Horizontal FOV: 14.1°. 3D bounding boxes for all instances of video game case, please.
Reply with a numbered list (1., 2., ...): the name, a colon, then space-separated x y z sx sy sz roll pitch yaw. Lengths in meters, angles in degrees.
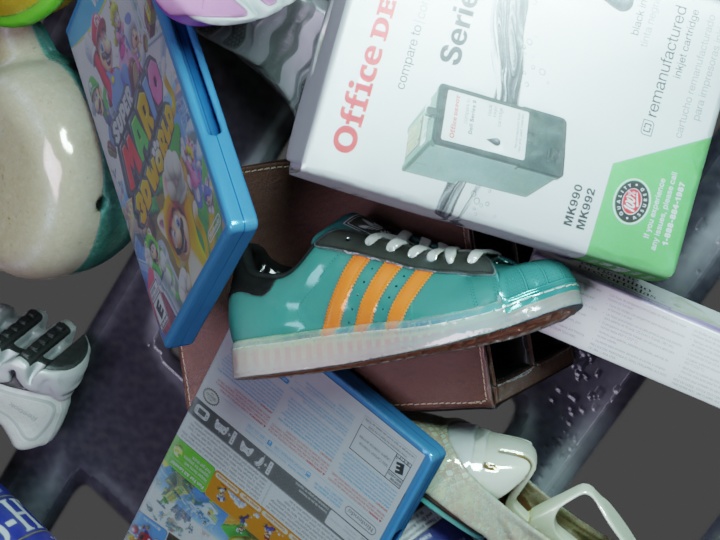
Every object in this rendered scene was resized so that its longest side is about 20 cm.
1. video game case: -0.050 0.136 1.604 0.143 0.018 0.201 38 116 21
2. video game case: -0.109 -0.079 1.556 0.143 0.018 0.201 123 133 -59

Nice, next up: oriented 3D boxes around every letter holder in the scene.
1. letter holder: 0.000 0.000 1.616 0.199 0.100 0.143 -5 100 31

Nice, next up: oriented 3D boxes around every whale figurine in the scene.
1. whale figurine: -0.193 -0.077 1.724 0.200 0.103 0.160 32 122 47

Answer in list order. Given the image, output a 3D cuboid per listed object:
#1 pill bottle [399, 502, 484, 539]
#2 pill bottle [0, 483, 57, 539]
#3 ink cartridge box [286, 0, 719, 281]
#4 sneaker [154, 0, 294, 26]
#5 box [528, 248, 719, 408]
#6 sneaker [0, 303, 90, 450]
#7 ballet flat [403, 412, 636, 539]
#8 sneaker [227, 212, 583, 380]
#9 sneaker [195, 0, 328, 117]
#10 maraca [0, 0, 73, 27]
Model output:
1. pill bottle: 0.048 0.214 1.641 0.111 0.111 0.200 -42 81 32
2. pill bottle: -0.262 0.178 1.810 0.200 0.120 0.120 42 121 13
3. ink cartridge box: 0.076 -0.090 1.477 0.199 0.084 0.147 15 90 -6
4. sneaker: -0.057 -0.192 1.506 0.088 0.201 0.081 -15 123 45
5. box: 0.176 0.042 1.526 0.199 0.039 0.042 22 108 6
6. sneaker: -0.260 0.042 1.803 0.199 0.075 0.081 30 126 21
7. ballet flat: 0.092 0.127 1.603 0.200 0.068 0.062 39 112 -12
8. sneaker: 0.017 0.006 1.508 0.199 0.071 0.080 -10 85 24
9. sneaker: -0.023 -0.126 1.614 0.200 0.082 0.075 43 106 -8
10. maraca: -0.208 -0.222 1.676 0.200 0.107 0.138 47 113 40
